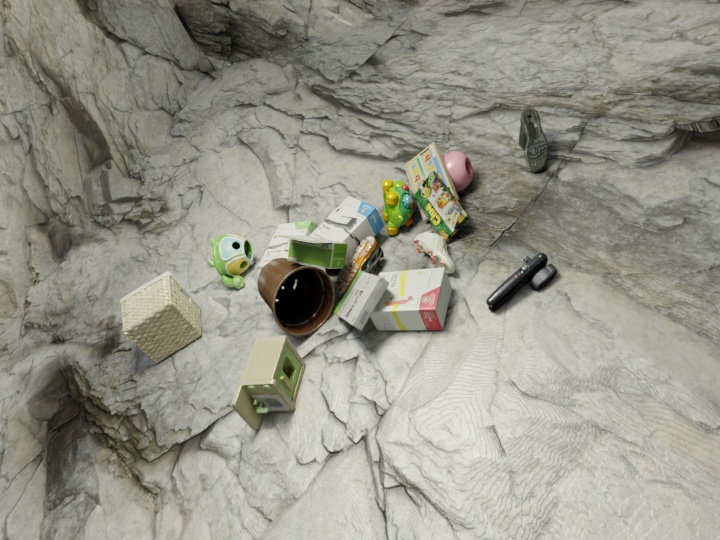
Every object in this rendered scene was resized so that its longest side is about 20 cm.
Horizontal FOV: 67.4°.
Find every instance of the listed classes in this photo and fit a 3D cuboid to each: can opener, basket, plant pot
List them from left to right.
[{"bbox_3d":[-0.644,0.154,1.763,0.197,0.200,0.162,-30,43,-2],"label":"basket"},{"bbox_3d":[-0.205,0.062,1.601,0.200,0.203,0.197,-42,32,-15],"label":"plant pot"},{"bbox_3d":[0.394,0.028,1.349,0.197,0.064,0.079,-33,40,-4],"label":"can opener"}]

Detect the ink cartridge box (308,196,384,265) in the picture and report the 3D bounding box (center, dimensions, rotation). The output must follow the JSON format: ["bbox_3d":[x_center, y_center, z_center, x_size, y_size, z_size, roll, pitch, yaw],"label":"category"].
[{"bbox_3d":[-0.045,-0.122,1.691,0.200,0.085,0.143,-46,43,-17],"label":"ink cartridge box"}]

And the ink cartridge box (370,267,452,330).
[{"bbox_3d":[0.132,0.078,1.443,0.195,0.084,0.148,-5,45,28],"label":"ink cartridge box"}]

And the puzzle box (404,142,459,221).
[{"bbox_3d":[0.218,-0.276,1.685,0.132,0.025,0.205,-33,67,37],"label":"puzzle box"}]

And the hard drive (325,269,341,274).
[{"bbox_3d":[-0.038,-0.075,1.740,0.131,0.043,0.203,-3,47,29],"label":"hard drive"}]

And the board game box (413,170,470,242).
[{"bbox_3d":[0.239,-0.193,1.620,0.106,0.023,0.202,-52,52,30],"label":"board game box"}]

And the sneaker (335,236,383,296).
[{"bbox_3d":[0.000,0.000,1.620,0.202,0.077,0.078,-52,36,2],"label":"sneaker"}]

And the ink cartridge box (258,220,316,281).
[{"bbox_3d":[-0.235,-0.063,1.817,0.142,0.085,0.203,-5,46,27],"label":"ink cartridge box"}]

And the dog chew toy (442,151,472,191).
[{"bbox_3d":[0.259,-0.305,1.739,0.195,0.125,0.127,-11,42,33],"label":"dog chew toy"}]

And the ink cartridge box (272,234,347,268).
[{"bbox_3d":[-0.143,-0.052,1.509,0.144,0.199,0.078,11,97,22],"label":"ink cartridge box"}]

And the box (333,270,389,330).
[{"bbox_3d":[-0.001,0.077,1.473,0.147,0.036,0.199,-58,18,-4],"label":"box"}]

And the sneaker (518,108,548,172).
[{"bbox_3d":[0.542,-0.390,1.693,0.074,0.114,0.206,-11,70,13],"label":"sneaker"}]

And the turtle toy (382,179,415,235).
[{"bbox_3d":[0.121,-0.219,1.731,0.098,0.149,0.203,-6,40,-4],"label":"turtle toy"}]

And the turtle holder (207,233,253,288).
[{"bbox_3d":[-0.449,-0.043,1.885,0.128,0.143,0.189,-13,41,17],"label":"turtle holder"}]

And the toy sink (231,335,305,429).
[{"bbox_3d":[-0.232,0.295,1.410,0.109,0.132,0.203,-8,43,23],"label":"toy sink"}]

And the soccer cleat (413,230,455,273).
[{"bbox_3d":[0.223,-0.061,1.547,0.076,0.070,0.200,-31,36,-7],"label":"soccer cleat"}]
